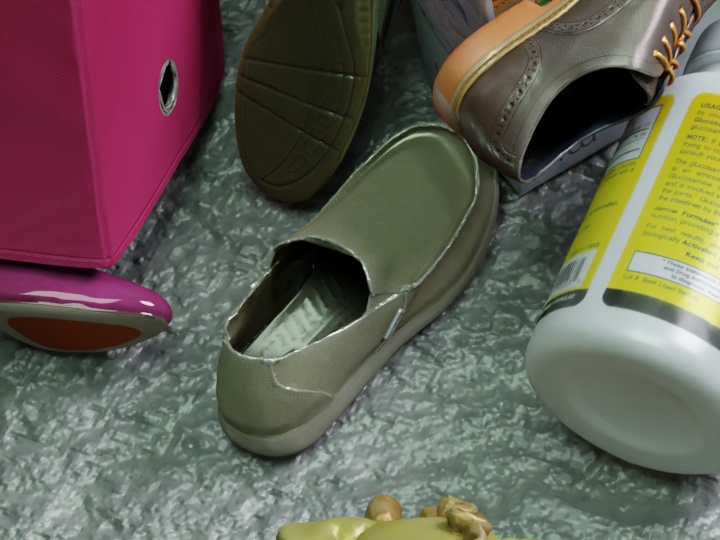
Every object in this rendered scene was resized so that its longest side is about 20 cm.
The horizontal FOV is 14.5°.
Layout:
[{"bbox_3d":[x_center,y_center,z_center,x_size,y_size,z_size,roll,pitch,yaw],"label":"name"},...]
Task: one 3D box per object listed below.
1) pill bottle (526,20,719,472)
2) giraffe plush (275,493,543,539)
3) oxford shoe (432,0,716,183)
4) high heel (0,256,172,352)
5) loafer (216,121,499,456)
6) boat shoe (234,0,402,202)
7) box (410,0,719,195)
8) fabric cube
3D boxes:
[{"bbox_3d":[0.162,-0.016,1.307,0.112,0.113,0.200,17,62,20],"label":"pill bottle"},{"bbox_3d":[0.028,0.172,1.202,0.200,0.172,0.162,-47,31,13],"label":"giraffe plush"},{"bbox_3d":[0.132,-0.111,1.288,0.200,0.071,0.073,-39,51,1],"label":"oxford shoe"},{"bbox_3d":[-0.178,-0.017,1.400,0.200,0.067,0.096,7,69,18],"label":"high heel"},{"bbox_3d":[0.000,0.000,1.360,0.076,0.068,0.200,25,64,23],"label":"loafer"},{"bbox_3d":[-0.010,-0.131,1.398,0.072,0.201,0.066,22,26,23],"label":"boat shoe"},{"bbox_3d":[0.125,-0.162,1.379,0.200,0.177,0.097,-30,56,-10],"label":"box"},{"bbox_3d":[-0.189,-0.145,1.378,0.200,0.200,0.196,7,36,13],"label":"fabric cube"}]
